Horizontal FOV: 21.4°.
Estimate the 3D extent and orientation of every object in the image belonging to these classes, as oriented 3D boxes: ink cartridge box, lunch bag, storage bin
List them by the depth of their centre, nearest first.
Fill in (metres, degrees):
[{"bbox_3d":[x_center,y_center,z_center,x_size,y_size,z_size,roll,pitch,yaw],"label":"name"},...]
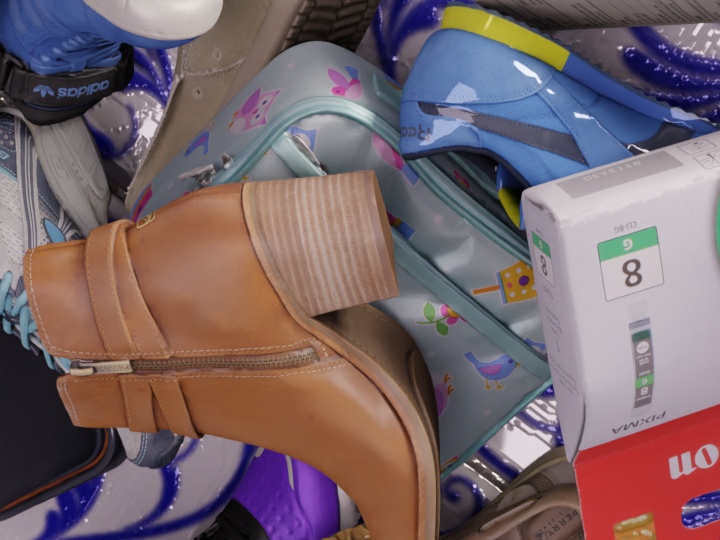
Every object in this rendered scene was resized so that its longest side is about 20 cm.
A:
[{"bbox_3d":[0.162,0.039,0.809,0.160,0.050,0.202,-17,112,-11],"label":"ink cartridge box"},{"bbox_3d":[0.000,0.000,0.866,0.200,0.077,0.160,37,117,-24],"label":"lunch bag"},{"bbox_3d":[-0.219,0.046,0.968,0.145,0.134,0.201,-25,97,25],"label":"storage bin"}]

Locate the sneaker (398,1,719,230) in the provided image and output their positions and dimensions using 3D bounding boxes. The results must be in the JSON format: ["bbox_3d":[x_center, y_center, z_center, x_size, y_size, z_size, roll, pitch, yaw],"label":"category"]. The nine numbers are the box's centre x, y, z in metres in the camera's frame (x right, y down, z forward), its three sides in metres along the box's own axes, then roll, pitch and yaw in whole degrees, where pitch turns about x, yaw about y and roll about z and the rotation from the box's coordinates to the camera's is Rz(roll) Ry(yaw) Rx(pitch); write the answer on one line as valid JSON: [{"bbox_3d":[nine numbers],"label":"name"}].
[{"bbox_3d":[0.106,-0.041,0.820,0.199,0.066,0.079,23,84,-18],"label":"sneaker"}]

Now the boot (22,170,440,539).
[{"bbox_3d":[-0.048,0.054,0.815,0.153,0.074,0.201,-12,114,6],"label":"boot"}]

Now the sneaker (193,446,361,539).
[{"bbox_3d":[-0.065,0.164,0.954,0.070,0.099,0.202,40,124,52],"label":"sneaker"}]

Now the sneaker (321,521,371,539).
[{"bbox_3d":[-0.012,0.202,0.929,0.075,0.090,0.201,44,108,32],"label":"sneaker"}]

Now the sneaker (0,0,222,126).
[{"bbox_3d":[-0.122,-0.112,0.879,0.200,0.076,0.112,40,130,49],"label":"sneaker"}]

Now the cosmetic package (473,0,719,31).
[{"bbox_3d":[0.151,-0.144,0.785,0.198,0.103,0.074,1,89,19],"label":"cosmetic package"}]

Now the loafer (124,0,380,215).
[{"bbox_3d":[-0.057,-0.088,0.905,0.068,0.075,0.200,54,125,29],"label":"loafer"}]

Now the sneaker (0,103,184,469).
[{"bbox_3d":[-0.150,0.013,0.914,0.201,0.086,0.078,60,145,20],"label":"sneaker"}]

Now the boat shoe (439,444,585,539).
[{"bbox_3d":[0.051,0.164,0.939,0.071,0.064,0.200,41,115,5],"label":"boat shoe"}]
